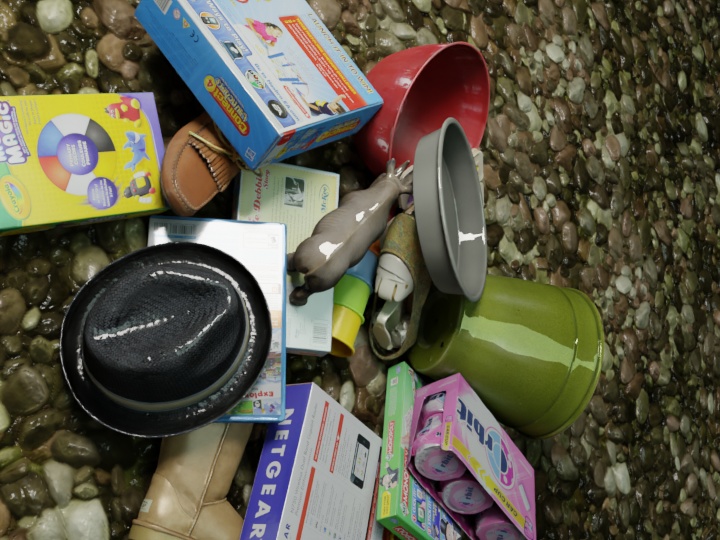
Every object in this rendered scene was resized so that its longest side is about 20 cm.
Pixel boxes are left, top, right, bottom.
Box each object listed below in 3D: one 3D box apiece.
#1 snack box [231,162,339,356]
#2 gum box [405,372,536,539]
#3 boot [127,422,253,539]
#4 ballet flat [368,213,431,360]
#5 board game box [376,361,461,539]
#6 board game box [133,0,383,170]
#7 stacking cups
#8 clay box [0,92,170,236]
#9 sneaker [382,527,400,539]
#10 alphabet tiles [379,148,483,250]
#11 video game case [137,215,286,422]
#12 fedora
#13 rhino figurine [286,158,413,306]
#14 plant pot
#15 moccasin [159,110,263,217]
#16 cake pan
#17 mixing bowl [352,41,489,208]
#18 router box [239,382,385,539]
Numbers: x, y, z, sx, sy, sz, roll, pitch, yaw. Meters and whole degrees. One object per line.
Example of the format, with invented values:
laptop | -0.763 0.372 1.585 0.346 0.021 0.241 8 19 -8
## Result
snack box | -0.085 -0.015 0.847 0.114 0.037 0.205 8 74 -20
gum box | 0.131 0.228 0.915 0.201 0.065 0.114 51 30 -24
boot | -0.128 0.191 0.793 0.174 0.066 0.204 31 64 -33
ballet flat | 0.041 0.029 0.900 0.070 0.070 0.203 -39 147 -36
board game box | 0.074 0.227 0.920 0.135 0.029 0.202 45 34 -32
board game box | -0.097 -0.218 0.808 0.201 0.056 0.195 53 37 5
stacking cups | 0.000 0.000 0.927 0.060 0.060 0.203 37 62 -29
clay box | -0.278 -0.100 0.720 0.198 0.047 0.118 -14 92 -41
sneaker | 0.063 0.370 0.918 0.072 0.076 0.204 -29 104 -40
alphabet tiles | 0.094 -0.064 0.974 0.200 0.014 0.198 -42 142 -31
video game case | -0.144 0.047 0.777 0.140 0.018 0.205 3 73 -13
fedora | -0.176 0.052 0.706 0.196 0.092 0.205 3 73 -9
rhino figurine | -0.004 -0.050 0.820 0.060 0.087 0.200 45 65 -6
plant pot | 0.166 0.091 0.985 0.190 0.200 0.205 19 71 -23
moccasin | -0.135 -0.127 0.794 0.075 0.076 0.202 65 35 -25
cake pan | 0.101 -0.065 0.868 0.200 0.036 0.205 -7 90 -69
mixing bowl | 0.059 -0.186 0.949 0.199 0.107 0.203 -34 137 -38
router box | -0.040 0.249 0.816 0.180 0.048 0.203 47 45 -41
